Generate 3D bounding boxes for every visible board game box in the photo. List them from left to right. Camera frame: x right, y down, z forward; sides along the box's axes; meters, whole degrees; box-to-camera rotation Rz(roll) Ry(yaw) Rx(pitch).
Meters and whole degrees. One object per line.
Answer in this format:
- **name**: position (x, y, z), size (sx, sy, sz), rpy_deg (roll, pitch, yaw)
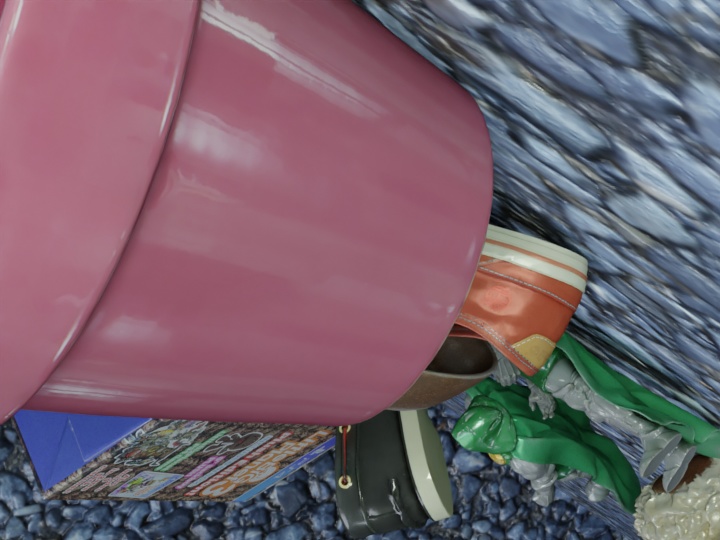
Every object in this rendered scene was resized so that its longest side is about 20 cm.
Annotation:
- **board game box**: position (-0.114, 0.041, 1.005), size (0.200, 0.097, 0.160), rpy_deg (15, -135, -60)

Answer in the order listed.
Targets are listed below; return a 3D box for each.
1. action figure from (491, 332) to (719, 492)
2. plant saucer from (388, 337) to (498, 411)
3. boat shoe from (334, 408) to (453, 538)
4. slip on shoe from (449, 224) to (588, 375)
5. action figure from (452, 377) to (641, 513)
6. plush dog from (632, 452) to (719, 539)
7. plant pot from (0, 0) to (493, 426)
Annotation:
- **action figure**: position (0.103, 0.050, 0.992), size (0.200, 0.055, 0.118), rpy_deg (37, 180, 33)
- **plant saucer**: position (-0.029, 0.019, 0.861), size (0.200, 0.035, 0.200), rpy_deg (22, -168, -5)
- **boat shoe**: position (0.008, 0.062, 1.005), size (0.074, 0.063, 0.202), rpy_deg (60, -162, -45)
- **slip on shoe**: position (0.000, 0.000, 0.776), size (0.200, 0.061, 0.074), rpy_deg (14, 174, 19)
- **action figure**: position (0.109, 0.106, 1.086), size (0.118, 0.055, 0.200), rpy_deg (49, -167, 28)
- **plush dog**: position (0.238, 0.223, 1.008), size (0.160, 0.172, 0.200), rpy_deg (37, 174, -34)
- **plant pot**: position (-0.065, -0.033, 0.563), size (0.179, 0.200, 0.200), rpy_deg (19, -176, -29)
